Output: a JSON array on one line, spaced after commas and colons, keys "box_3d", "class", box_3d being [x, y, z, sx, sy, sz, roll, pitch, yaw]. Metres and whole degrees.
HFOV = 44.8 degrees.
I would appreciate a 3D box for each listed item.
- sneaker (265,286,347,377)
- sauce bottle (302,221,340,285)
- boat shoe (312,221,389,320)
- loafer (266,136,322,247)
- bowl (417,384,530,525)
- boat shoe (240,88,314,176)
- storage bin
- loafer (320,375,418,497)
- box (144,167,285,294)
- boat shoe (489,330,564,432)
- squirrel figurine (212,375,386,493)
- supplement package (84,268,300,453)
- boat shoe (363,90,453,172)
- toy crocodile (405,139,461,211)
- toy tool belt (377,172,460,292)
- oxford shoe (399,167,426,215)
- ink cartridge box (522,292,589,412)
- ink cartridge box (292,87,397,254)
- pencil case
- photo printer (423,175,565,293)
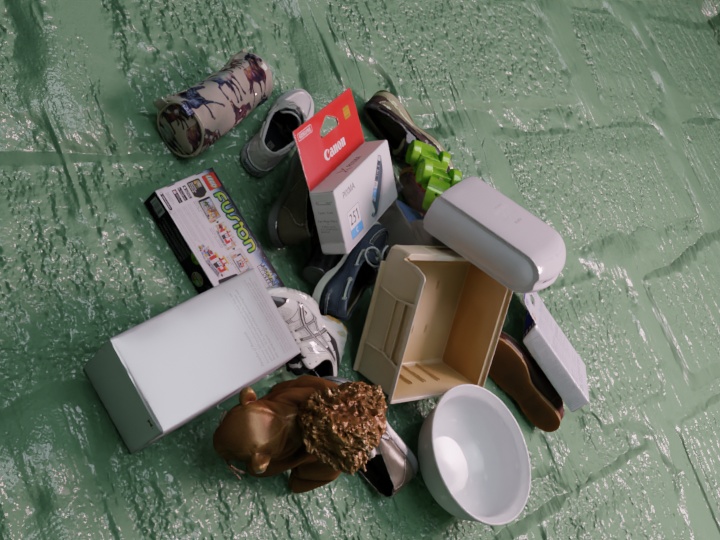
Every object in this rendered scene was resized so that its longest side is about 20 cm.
[{"box_3d": [-0.082, 0.088, 1.142, 0.199, 0.075, 0.089, 35, 54, -46], "class": "sneaker"}, {"box_3d": [-0.037, -0.067, 1.304, 0.064, 0.064, 0.202, 37, 48, -21], "class": "sauce bottle"}, {"box_3d": [0.000, 0.000, 1.259, 0.200, 0.061, 0.076, -50, 146, -46], "class": "boat shoe"}, {"box_3d": [-0.071, -0.113, 1.271, 0.076, 0.069, 0.202, 66, 35, -48], "class": "loafer"}, {"box_3d": [0.148, 0.275, 1.263, 0.199, 0.090, 0.204, 22, 53, -33], "class": "bowl"}, {"box_3d": [-0.113, -0.222, 1.320, 0.072, 0.065, 0.201, 47, 44, -11], "class": "boat shoe"}, {"box_3d": [0.110, 0.072, 1.265, 0.198, 0.093, 0.202, 0, 112, -42], "class": "storage bin"}, {"box_3d": [0.001, 0.224, 1.167, 0.200, 0.075, 0.070, 47, 40, -12], "class": "loafer"}, {"box_3d": [-0.189, -0.030, 1.163, 0.110, 0.035, 0.202, -31, 90, -47], "class": "box"}, {"box_3d": [0.271, 0.175, 1.453, 0.201, 0.070, 0.071, 54, 38, -15], "class": "boat shoe"}, {"box_3d": [-0.070, 0.179, 1.021, 0.186, 0.197, 0.144, 23, 57, -58], "class": "squirrel figurine"}, {"box_3d": [-0.192, 0.102, 1.006, 0.199, 0.117, 0.118, -28, 86, -38], "class": "supplement package"}, {"box_3d": [0.077, -0.216, 1.497, 0.200, 0.073, 0.065, 46, 48, 1], "class": "boat shoe"}, {"box_3d": [0.109, -0.154, 1.381, 0.067, 0.062, 0.201, 16, 26, -17], "class": "toy crocodile"}, {"box_3d": [0.083, -0.051, 1.378, 0.122, 0.125, 0.201, 25, 28, -46], "class": "toy tool belt"}, {"box_3d": [0.124, -0.081, 1.460, 0.201, 0.071, 0.073, 52, 48, -7], "class": "oxford shoe"}, {"box_3d": [0.318, 0.120, 1.490, 0.202, 0.040, 0.200, 57, 17, -2], "class": "ink cartridge box"}, {"box_3d": [-0.016, -0.146, 1.236, 0.200, 0.044, 0.179, -51, 133, -53], "class": "ink cartridge box"}, {"box_3d": [-0.203, -0.243, 1.240, 0.200, 0.077, 0.090, -50, 123, -45], "class": "pencil case"}, {"box_3d": [0.205, -0.050, 1.274, 0.199, 0.070, 0.166, 36, 29, 13], "class": "photo printer"}]
